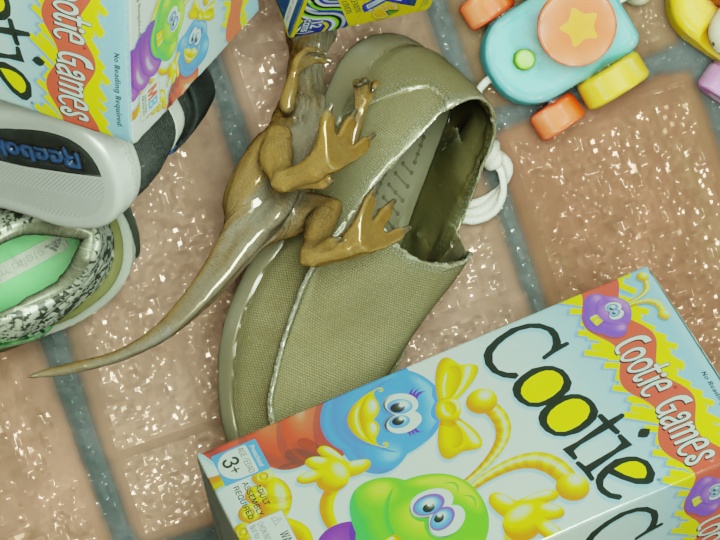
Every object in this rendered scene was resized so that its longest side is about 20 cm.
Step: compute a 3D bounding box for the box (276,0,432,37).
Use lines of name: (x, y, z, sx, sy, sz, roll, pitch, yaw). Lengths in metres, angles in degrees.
box: (-0.025, -0.199, 1.194, 0.064, 0.070, 0.200, -13, 69, -17)

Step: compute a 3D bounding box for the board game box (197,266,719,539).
board game box: (0.051, 0.101, 1.195, 0.200, 0.105, 0.103, -23, 52, -10)

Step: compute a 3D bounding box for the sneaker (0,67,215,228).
sneaker: (-0.152, -0.080, 1.231, 0.200, 0.112, 0.073, 18, 129, 24)

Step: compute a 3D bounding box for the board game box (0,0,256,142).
board game box: (-0.151, -0.144, 1.150, 0.200, 0.103, 0.105, 18, 132, 19)

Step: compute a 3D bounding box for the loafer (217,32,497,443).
loafer: (0.000, 0.000, 1.225, 0.076, 0.067, 0.200, 16, 88, -42)

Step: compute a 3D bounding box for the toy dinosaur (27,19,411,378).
toy dinosaur: (-0.038, -0.024, 1.193, 0.060, 0.106, 0.200, 41, 66, -31)

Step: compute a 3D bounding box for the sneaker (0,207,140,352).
sneaker: (-0.182, 0.021, 1.213, 0.200, 0.089, 0.077, -34, 93, -3)

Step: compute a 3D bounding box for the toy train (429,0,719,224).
toy train: (0.134, -0.065, 1.253, 0.200, 0.056, 0.150, 7, 90, -5)
